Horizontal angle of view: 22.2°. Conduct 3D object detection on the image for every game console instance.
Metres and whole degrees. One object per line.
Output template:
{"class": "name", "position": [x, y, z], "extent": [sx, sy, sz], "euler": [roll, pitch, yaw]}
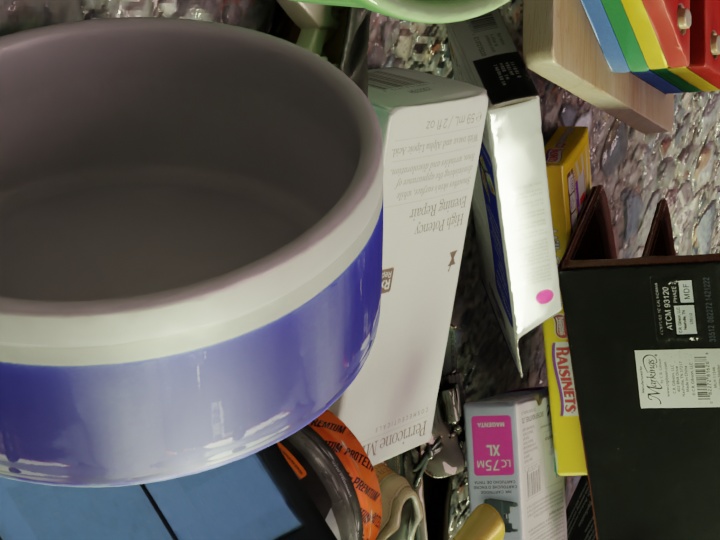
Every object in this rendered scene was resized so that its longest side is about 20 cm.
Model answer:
{"class": "game console", "position": [-0.095, 0.095, 0.761], "extent": [0.176, 0.201, 0.031], "euler": [-23, 166, -46]}

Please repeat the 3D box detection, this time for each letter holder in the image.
{"class": "letter holder", "position": [0.194, 0.057, 1.139], "extent": [0.142, 0.100, 0.201], "euler": [-59, 143, -60]}

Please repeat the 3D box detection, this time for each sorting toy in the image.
{"class": "sorting toy", "position": [0.164, -0.197, 1.056], "extent": [0.199, 0.069, 0.201], "euler": [15, 75, -61]}

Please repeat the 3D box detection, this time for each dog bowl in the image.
{"class": "dog bowl", "position": [-0.090, -0.014, 0.680], "extent": [0.200, 0.199, 0.079], "euler": [-40, 141, -41]}

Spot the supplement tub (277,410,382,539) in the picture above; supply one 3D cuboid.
{"class": "supplement tub", "position": [-0.084, 0.139, 0.850], "extent": [0.200, 0.122, 0.123], "euler": [-30, 130, -48]}

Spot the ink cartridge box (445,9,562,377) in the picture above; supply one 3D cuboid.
{"class": "ink cartridge box", "position": [0.084, -0.043, 1.058], "extent": [0.037, 0.095, 0.201], "euler": [-12, 130, -5]}

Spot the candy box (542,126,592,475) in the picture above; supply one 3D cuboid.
{"class": "candy box", "position": [0.134, 0.017, 1.164], "extent": [0.102, 0.026, 0.201], "euler": [-54, 139, -68]}

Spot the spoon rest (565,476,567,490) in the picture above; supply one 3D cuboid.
{"class": "spoon rest", "position": [0.089, 0.189, 1.219], "extent": [0.200, 0.060, 0.100], "euler": [-41, 138, -40]}

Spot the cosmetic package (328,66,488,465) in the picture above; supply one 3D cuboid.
{"class": "cosmetic package", "position": [0.000, 0.000, 0.960], "extent": [0.101, 0.074, 0.201], "euler": [-17, 119, -54]}

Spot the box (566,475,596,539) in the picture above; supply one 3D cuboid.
{"class": "box", "position": [0.183, 0.264, 1.226], "extent": [0.183, 0.103, 0.201], "euler": [-96, -161, -51]}

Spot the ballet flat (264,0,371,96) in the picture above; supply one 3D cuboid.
{"class": "ballet flat", "position": [-0.028, -0.113, 0.867], "extent": [0.068, 0.068, 0.201], "euler": [15, 83, -50]}

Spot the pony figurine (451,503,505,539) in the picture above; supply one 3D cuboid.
{"class": "pony figurine", "position": [-0.005, 0.232, 0.942], "extent": [0.199, 0.166, 0.194], "euler": [-27, 145, -37]}

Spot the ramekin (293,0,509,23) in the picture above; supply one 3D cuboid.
{"class": "ramekin", "position": [0.000, -0.205, 0.776], "extent": [0.199, 0.097, 0.201], "euler": [-6, 99, -42]}

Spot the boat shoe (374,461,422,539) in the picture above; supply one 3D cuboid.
{"class": "boat shoe", "position": [-0.012, 0.201, 1.053], "extent": [0.075, 0.068, 0.201], "euler": [-23, 125, -52]}

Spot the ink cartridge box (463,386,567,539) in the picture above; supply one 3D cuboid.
{"class": "ink cartridge box", "position": [0.100, 0.176, 1.132], "extent": [0.119, 0.042, 0.201], "euler": [-1, 85, -71]}

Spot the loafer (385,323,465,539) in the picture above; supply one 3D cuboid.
{"class": "loafer", "position": [0.041, 0.124, 1.102], "extent": [0.072, 0.063, 0.201], "euler": [-17, 120, -54]}
